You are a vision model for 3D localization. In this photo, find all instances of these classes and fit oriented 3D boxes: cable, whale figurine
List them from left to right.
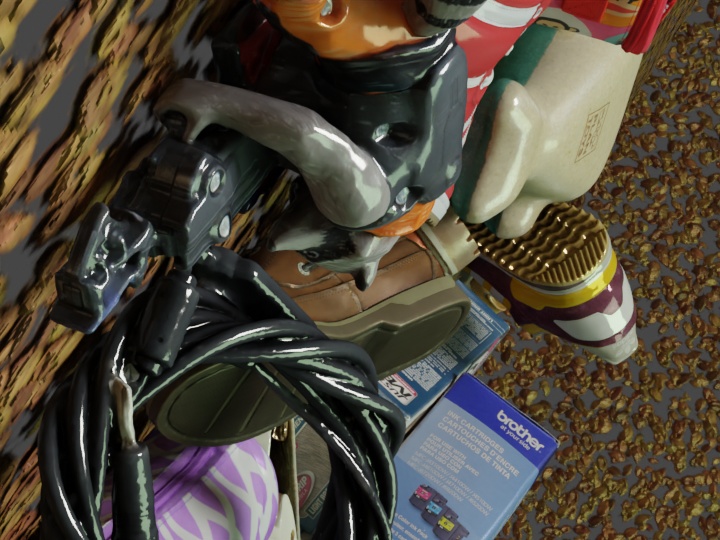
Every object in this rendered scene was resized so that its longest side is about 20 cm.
[{"bbox_3d":[-0.045,0.092,0.740,0.200,0.051,0.164,51,50,-43],"label":"cable"},{"bbox_3d":[0.081,-0.094,1.003,0.200,0.103,0.160,-41,150,-58],"label":"whale figurine"}]

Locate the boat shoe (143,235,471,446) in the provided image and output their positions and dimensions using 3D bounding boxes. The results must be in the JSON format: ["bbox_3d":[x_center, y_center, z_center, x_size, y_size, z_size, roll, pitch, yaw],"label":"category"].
[{"bbox_3d":[-0.036,0.025,0.860,0.200,0.068,0.072,-13,147,-51],"label":"boat shoe"}]

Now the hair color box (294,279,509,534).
[{"bbox_3d":[0.013,0.074,1.126,0.100,0.060,0.200,-52,172,24],"label":"hair color box"}]

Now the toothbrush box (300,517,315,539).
[{"bbox_3d":[-0.066,0.165,1.165,0.146,0.086,0.200,-60,171,21],"label":"toothbrush box"}]

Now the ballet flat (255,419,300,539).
[{"bbox_3d":[-0.061,0.118,0.952,0.200,0.067,0.063,-99,-158,-57],"label":"ballet flat"}]

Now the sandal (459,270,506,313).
[{"bbox_3d":[0.098,-0.008,1.306,0.080,0.054,0.200,-51,171,-41],"label":"sandal"}]

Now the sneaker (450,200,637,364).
[{"bbox_3d":[0.089,-0.009,1.116,0.075,0.200,0.090,-35,126,-9],"label":"sneaker"}]

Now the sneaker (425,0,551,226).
[{"bbox_3d":[0.032,-0.089,0.821,0.113,0.071,0.200,-55,171,0],"label":"sneaker"}]

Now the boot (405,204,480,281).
[{"bbox_3d":[0.000,0.000,1.048,0.107,0.075,0.200,-38,177,-3],"label":"boot"}]

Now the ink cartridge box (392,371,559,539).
[{"bbox_3d":[0.033,0.152,1.088,0.200,0.076,0.137,-48,171,-38],"label":"ink cartridge box"}]

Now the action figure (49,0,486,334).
[{"bbox_3d":[-0.009,-0.054,0.588,0.200,0.104,0.194,-56,163,-31],"label":"action figure"}]

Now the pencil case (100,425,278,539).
[{"bbox_3d":[-0.100,0.125,0.805,0.200,0.084,0.086,-45,148,-68],"label":"pencil case"}]

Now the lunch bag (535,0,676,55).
[{"bbox_3d":[0.134,-0.203,0.868,0.200,0.082,0.177,106,4,-54],"label":"lunch bag"}]
